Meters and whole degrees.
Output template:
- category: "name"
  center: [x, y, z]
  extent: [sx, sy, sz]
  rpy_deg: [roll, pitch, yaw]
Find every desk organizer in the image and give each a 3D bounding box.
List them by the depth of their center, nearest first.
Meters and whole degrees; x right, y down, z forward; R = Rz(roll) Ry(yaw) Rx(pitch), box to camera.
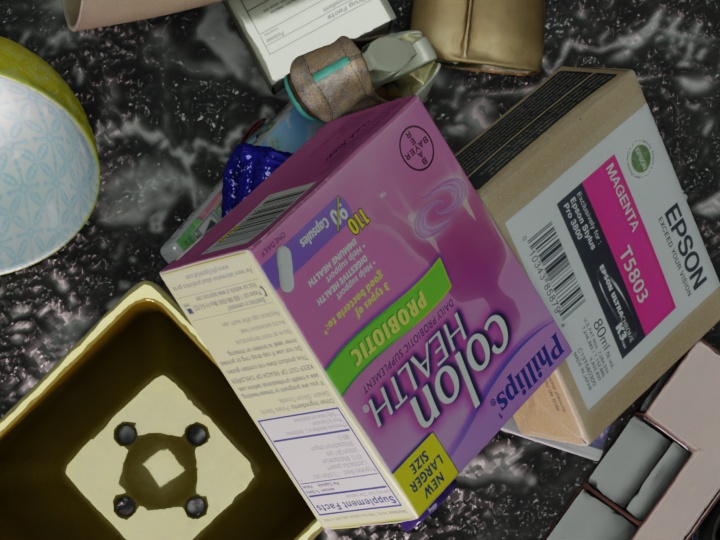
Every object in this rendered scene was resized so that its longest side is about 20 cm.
- category: "desk organizer"
  center: [0.208, 0.148, 1.719]
  extent: [0.077, 0.072, 0.200]
  rpy_deg: [36, 88, 2]

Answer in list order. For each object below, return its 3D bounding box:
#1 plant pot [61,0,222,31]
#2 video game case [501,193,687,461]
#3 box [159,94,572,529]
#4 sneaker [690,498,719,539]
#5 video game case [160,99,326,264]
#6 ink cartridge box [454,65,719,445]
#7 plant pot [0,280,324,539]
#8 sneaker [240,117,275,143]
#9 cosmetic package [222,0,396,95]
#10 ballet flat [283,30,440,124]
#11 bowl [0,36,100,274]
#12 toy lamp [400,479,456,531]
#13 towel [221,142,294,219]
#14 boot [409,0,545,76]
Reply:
- category: "plant pot"
  center: [-0.093, -0.251, 1.591]
  extent: [0.199, 0.187, 0.189]
  rpy_deg: [-2, 89, -13]
- category: "video game case"
  center: [0.143, 0.020, 1.711]
  extent: [0.143, 0.018, 0.201]
  rpy_deg: [19, 89, -33]
- category: "box"
  center: [0.007, 0.027, 1.520]
  extent: [0.176, 0.096, 0.201]
  rpy_deg: [-43, 109, -36]
- category: "sneaker"
  center: [0.244, 0.222, 1.714]
  extent: [0.070, 0.078, 0.201]
  rpy_deg: [28, 88, -1]
- category: "video game case"
  center: [-0.017, 0.000, 1.641]
  extent: [0.200, 0.022, 0.182]
  rpy_deg: [50, 55, -16]
- category: "ink cartridge box"
  center: [0.144, -0.012, 1.639]
  extent: [0.165, 0.075, 0.201]
  rpy_deg: [-40, 117, -28]
- category: "plant pot"
  center: [-0.138, 0.142, 1.646]
  extent: [0.194, 0.200, 0.196]
  rpy_deg: [-44, 90, -1]
- category: "sneaker"
  center: [-0.029, -0.015, 1.725]
  extent: [0.095, 0.079, 0.201]
  rpy_deg: [-18, 90, 20]
- category: "cosmetic package"
  center: [-0.065, -0.235, 1.709]
  extent: [0.103, 0.087, 0.201]
  rpy_deg: [-27, 89, -2]
- category: "ballet flat"
  center: [0.016, -0.131, 1.652]
  extent: [0.067, 0.200, 0.068]
  rpy_deg: [-34, 86, 20]
- category: "bowl"
  center: [-0.278, -0.101, 1.681]
  extent: [0.199, 0.201, 0.108]
  rpy_deg: [-4, 47, -1]
- category: "toy lamp"
  center: [-0.019, 0.095, 1.723]
  extent: [0.058, 0.058, 0.200]
  rpy_deg: [-42, 92, -1]
- category: "towel"
  center: [0.000, 0.000, 1.610]
  extent: [0.199, 0.049, 0.149]
  rpy_deg: [11, 72, -35]
- category: "boot"
  center: [0.052, -0.246, 1.724]
  extent: [0.174, 0.066, 0.201]
  rpy_deg: [6, 90, -1]
